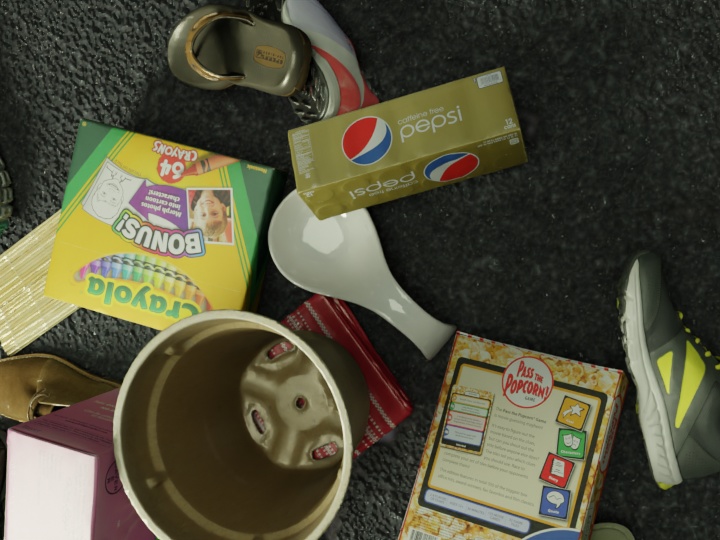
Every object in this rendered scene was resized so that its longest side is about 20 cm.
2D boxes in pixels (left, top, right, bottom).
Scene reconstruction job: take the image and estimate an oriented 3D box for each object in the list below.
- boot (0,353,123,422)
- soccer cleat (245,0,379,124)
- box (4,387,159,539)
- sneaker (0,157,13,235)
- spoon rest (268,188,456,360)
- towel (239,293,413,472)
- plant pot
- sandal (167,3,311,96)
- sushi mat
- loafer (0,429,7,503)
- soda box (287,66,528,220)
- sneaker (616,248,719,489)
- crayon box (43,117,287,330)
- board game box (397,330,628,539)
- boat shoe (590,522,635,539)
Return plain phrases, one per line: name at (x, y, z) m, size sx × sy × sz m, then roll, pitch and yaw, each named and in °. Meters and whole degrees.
boot at (-0.312, 0.128, 1.021) m, size 0.197 × 0.075 × 0.075 m, roll 8°, pitch 96°, yaw 18°
soccer cleat at (-0.049, -0.219, 0.942) m, size 0.068 × 0.073 × 0.202 m, roll -47°, pitch 59°, yaw 43°
box at (-0.214, 0.209, 0.912) m, size 0.096 × 0.200 × 0.178 m, roll 11°, pitch 101°, yaw 22°
sneaker at (-0.428, -0.111, 1.060) m, size 0.091 × 0.077 × 0.202 m, roll -24°, pitch 81°, yaw 32°
spoon rest at (0.000, 0.000, 0.925) m, size 0.200 × 0.061 × 0.100 m, roll 40°, pitch 93°, yaw 10°
towel at (-0.062, 0.131, 0.970) m, size 0.199 × 0.022 × 0.145 m, roll -39°, pitch 81°, yaw 15°
plant pot at (-0.077, 0.128, 0.866) m, size 0.198 × 0.183 × 0.204 m, roll 1°, pitch 92°, yaw 15°
sandal at (-0.123, -0.198, 0.928) m, size 0.199 × 0.054 × 0.083 m, roll 25°, pitch 111°, yaw 43°
sushi mat at (-0.313, -0.002, 1.048) m, size 0.199 × 0.012 × 0.096 m, roll -33°, pitch 81°, yaw 15°
loafer at (-0.412, 0.265, 1.060) m, size 0.071 × 0.063 × 0.203 m, roll 14°, pitch 96°, yaw 16°
soda box at (0.041, -0.108, 0.889) m, size 0.197 × 0.068 × 0.065 m, roll -14°, pitch 68°, yaw 10°
sneaker at (0.265, 0.077, 0.849) m, size 0.083 × 0.074 × 0.203 m, roll -10°, pitch 97°, yaw 11°
crayon box at (-0.186, -0.036, 0.975) m, size 0.197 × 0.058 × 0.175 m, roll 15°, pitch 95°, yaw 10°
board game box at (0.128, 0.167, 0.860) m, size 0.150 × 0.046 × 0.202 m, roll 13°, pitch 78°, yaw 25°
boat shoe at (0.149, 0.278, 0.889) m, size 0.197 × 0.075 × 0.066 m, roll -22°, pitch 128°, yaw 9°
